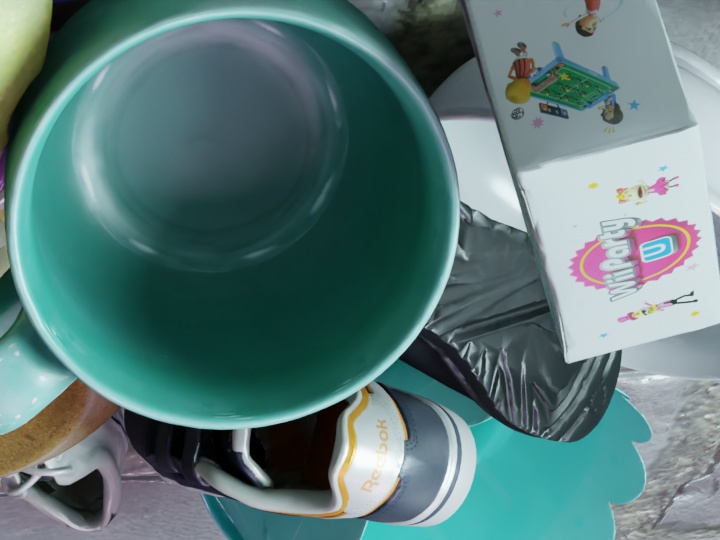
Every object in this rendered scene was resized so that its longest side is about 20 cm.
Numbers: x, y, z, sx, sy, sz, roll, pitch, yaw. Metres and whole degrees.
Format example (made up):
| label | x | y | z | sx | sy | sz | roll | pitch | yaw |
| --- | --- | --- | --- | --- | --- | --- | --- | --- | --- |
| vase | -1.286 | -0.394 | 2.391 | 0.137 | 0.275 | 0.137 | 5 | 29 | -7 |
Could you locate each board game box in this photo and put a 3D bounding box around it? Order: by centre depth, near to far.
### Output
| label | x | y | z | sx | sy | sz | roll | pitch | yaw |
| --- | --- | --- | --- | --- | --- | --- | --- | --- | --- |
| board game box | 0.069 | -0.089 | 0.828 | 0.064 | 0.200 | 0.148 | -15 | 152 | 4 |

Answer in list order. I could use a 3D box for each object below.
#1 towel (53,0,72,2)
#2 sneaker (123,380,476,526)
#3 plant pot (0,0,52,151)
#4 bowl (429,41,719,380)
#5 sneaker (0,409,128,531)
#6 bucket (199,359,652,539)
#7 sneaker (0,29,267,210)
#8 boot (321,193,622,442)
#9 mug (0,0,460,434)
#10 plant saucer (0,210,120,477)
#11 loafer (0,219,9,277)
| label | x | y | z | sx | sy | sz | roll | pitch | yaw |
| --- | --- | --- | --- | --- | --- | --- | --- | --- | --- |
| towel | -0.070 | -0.160 | 0.830 | 0.145 | 0.024 | 0.200 | -5 | 150 | -16 |
| sneaker | -0.048 | 0.063 | 1.011 | 0.200 | 0.078 | 0.079 | 5 | 172 | 43 |
| plant pot | -0.208 | -0.094 | 0.747 | 0.184 | 0.200 | 0.200 | -3 | 152 | -40 |
| bowl | 0.112 | -0.041 | 1.006 | 0.201 | 0.090 | 0.201 | 23 | 158 | 10 |
| sneaker | -0.164 | 0.074 | 1.160 | 0.073 | 0.071 | 0.200 | -20 | 151 | 13 |
| bucket | 0.025 | 0.093 | 1.141 | 0.207 | 0.135 | 0.207 | -25 | 141 | -23 |
| sneaker | -0.116 | -0.060 | 0.938 | 0.200 | 0.075 | 0.100 | -9 | 175 | 14 |
| boot | 0.000 | 0.000 | 1.008 | 0.168 | 0.076 | 0.200 | 14 | 166 | 48 |
| mug | -0.065 | -0.032 | 0.821 | 0.185 | 0.114 | 0.152 | -6 | 111 | -6 |
| plant saucer | -0.196 | 0.038 | 1.056 | 0.200 | 0.035 | 0.200 | -2 | 133 | -2 |
| loafer | -0.194 | 0.054 | 0.969 | 0.076 | 0.068 | 0.200 | -25 | 167 | -43 |
